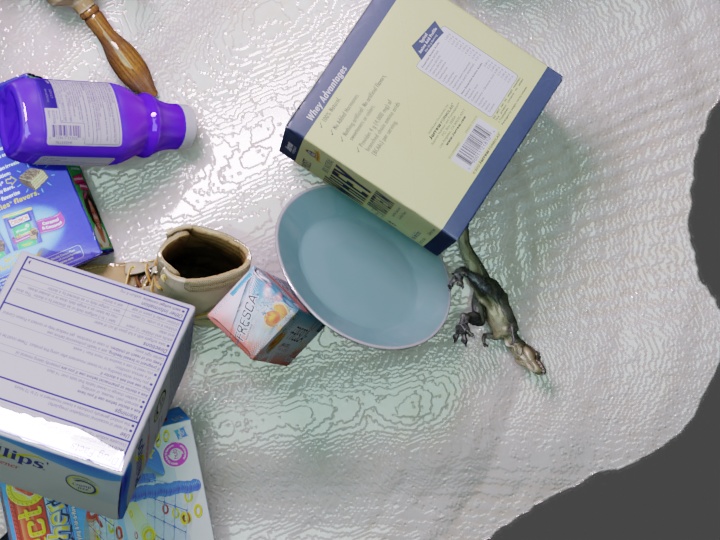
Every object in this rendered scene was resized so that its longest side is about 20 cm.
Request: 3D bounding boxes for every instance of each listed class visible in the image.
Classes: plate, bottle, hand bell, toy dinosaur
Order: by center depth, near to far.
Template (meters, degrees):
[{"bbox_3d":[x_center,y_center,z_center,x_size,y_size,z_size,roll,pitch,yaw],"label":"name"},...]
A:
[{"bbox_3d":[-0.260,-0.147,1.657,0.200,0.065,0.084,-2,72,-37],"label":"bottle"},{"bbox_3d":[0.000,0.000,1.673,0.200,0.200,0.026,38,133,-2],"label":"plate"},{"bbox_3d":[-0.274,-0.258,1.699,0.104,0.104,0.200,-34,104,1],"label":"hand bell"},{"bbox_3d":[0.124,0.027,1.709,0.047,0.088,0.200,-23,90,39],"label":"toy dinosaur"}]

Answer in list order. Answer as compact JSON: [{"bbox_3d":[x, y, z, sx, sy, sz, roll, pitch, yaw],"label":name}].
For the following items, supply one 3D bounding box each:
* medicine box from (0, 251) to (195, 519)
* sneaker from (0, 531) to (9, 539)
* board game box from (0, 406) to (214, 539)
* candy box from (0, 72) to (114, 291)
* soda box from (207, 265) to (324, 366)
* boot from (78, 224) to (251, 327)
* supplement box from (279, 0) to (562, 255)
[{"bbox_3d":[-0.277,0.109,1.590,0.182,0.103,0.200,18,56,3],"label":"medicine box"},{"bbox_3d":[-0.330,0.206,1.699,0.202,0.077,0.146,-37,103,-9],"label":"sneaker"},{"bbox_3d":[-0.251,0.259,1.660,0.196,0.056,0.200,-14,102,-16],"label":"board game box"},{"bbox_3d":[-0.371,-0.078,1.697,0.169,0.077,0.200,-22,93,1],"label":"candy box"},{"bbox_3d":[-0.088,0.047,1.639,0.064,0.200,0.068,44,91,8],"label":"soda box"},{"bbox_3d":[-0.206,0.006,1.656,0.200,0.155,0.073,5,70,-3],"label":"boot"},{"bbox_3d":[0.056,-0.156,1.655,0.200,0.134,0.200,34,82,-1],"label":"supplement box"}]
